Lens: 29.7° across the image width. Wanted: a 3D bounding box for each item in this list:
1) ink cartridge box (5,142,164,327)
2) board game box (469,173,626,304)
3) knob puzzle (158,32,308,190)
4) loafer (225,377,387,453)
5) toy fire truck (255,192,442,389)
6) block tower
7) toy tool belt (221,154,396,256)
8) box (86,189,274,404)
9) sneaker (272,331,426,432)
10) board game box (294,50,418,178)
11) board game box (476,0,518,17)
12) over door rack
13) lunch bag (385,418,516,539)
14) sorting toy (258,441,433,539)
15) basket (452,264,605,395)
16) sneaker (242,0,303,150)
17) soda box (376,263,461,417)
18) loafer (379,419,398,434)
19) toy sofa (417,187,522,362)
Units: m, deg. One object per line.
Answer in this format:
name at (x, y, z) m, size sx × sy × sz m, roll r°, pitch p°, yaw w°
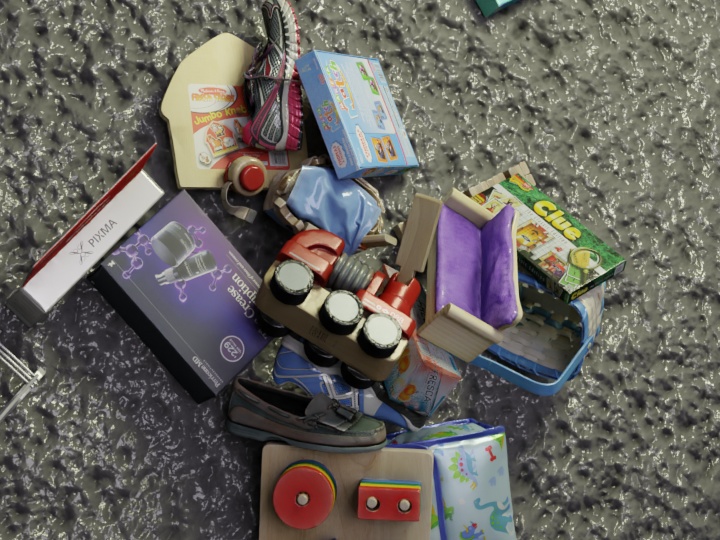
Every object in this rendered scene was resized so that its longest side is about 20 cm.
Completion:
ink cartridge box at (-0.295, -0.035, 1.496) m, size 0.045 × 0.176 × 0.200 m, roll 44°, pitch 64°, yaw -8°
board game box at (0.226, -0.043, 1.700) m, size 0.104 × 0.024 × 0.200 m, roll -26°, pitch 52°, yaw -31°
knob puzzle at (-0.158, -0.194, 1.680) m, size 0.217 × 0.030 × 0.223 m, roll 8°, pitch 72°, yaw -24°
loafer at (-0.065, 0.164, 1.546) m, size 0.072 × 0.197 × 0.064 m, roll -27°, pitch 120°, yaw -66°
toy fire truck at (0.000, 0.000, 1.546) m, size 0.175 × 0.129 × 0.201 m, roll 30°, pitch 52°, yaw 3°
block tower at (0.141, -0.077, 1.775) m, size 0.198 × 0.058 × 0.055 m, roll -27°, pitch 88°, yaw -26°
toy tool belt at (-0.057, -0.079, 1.621) m, size 0.198 × 0.123 × 0.126 m, roll 26°, pitch 87°, yaw -29°
box at (-0.197, 0.031, 1.582) m, size 0.200 × 0.079 × 0.141 m, roll 49°, pitch 66°, yaw -7°
sneaker at (-0.013, 0.137, 1.602) m, size 0.198 × 0.076 × 0.078 m, roll 31°, pitch 108°, yaw -3°
board game box at (-0.001, -0.192, 1.684) m, size 0.200 × 0.036 × 0.153 m, roll -12°, pitch 80°, yaw -67°
board game box at (0.219, -0.465, 1.912) m, size 0.199 × 0.045 × 0.153 m, roll -29°, pitch 91°, yaw -28°
over door rack at (-0.447, 0.130, 1.438) m, size 0.148 × 0.066 × 0.201 m, roll 43°, pitch 43°, yaw -9°
lunch bag at (0.078, 0.277, 1.613) m, size 0.197 × 0.127 × 0.173 m, roll -7°, pitch 92°, yaw -20°
sorting toy at (-0.020, 0.304, 1.526) m, size 0.196 × 0.070 × 0.203 m, roll 2°, pitch 94°, yaw 3°
basket at (0.212, 0.072, 1.698) m, size 0.175 × 0.141 × 0.199 m, roll 25°, pitch 38°, yaw 30°
sneaker at (-0.109, -0.244, 1.660) m, size 0.073 × 0.081 × 0.203 m, roll -1°, pitch 68°, yaw -4°
soda box at (0.055, 0.081, 1.620) m, size 0.063 × 0.069 × 0.201 m, roll 27°, pitch 24°, yaw -27°
loafer at (-0.024, 0.192, 1.635) m, size 0.199 × 0.072 × 0.063 m, roll -28°, pitch 62°, yaw -32°
toy sofa at (0.128, -0.003, 1.604) m, size 0.082 × 0.097 × 0.202 m, roll 29°, pitch 42°, yaw -24°
